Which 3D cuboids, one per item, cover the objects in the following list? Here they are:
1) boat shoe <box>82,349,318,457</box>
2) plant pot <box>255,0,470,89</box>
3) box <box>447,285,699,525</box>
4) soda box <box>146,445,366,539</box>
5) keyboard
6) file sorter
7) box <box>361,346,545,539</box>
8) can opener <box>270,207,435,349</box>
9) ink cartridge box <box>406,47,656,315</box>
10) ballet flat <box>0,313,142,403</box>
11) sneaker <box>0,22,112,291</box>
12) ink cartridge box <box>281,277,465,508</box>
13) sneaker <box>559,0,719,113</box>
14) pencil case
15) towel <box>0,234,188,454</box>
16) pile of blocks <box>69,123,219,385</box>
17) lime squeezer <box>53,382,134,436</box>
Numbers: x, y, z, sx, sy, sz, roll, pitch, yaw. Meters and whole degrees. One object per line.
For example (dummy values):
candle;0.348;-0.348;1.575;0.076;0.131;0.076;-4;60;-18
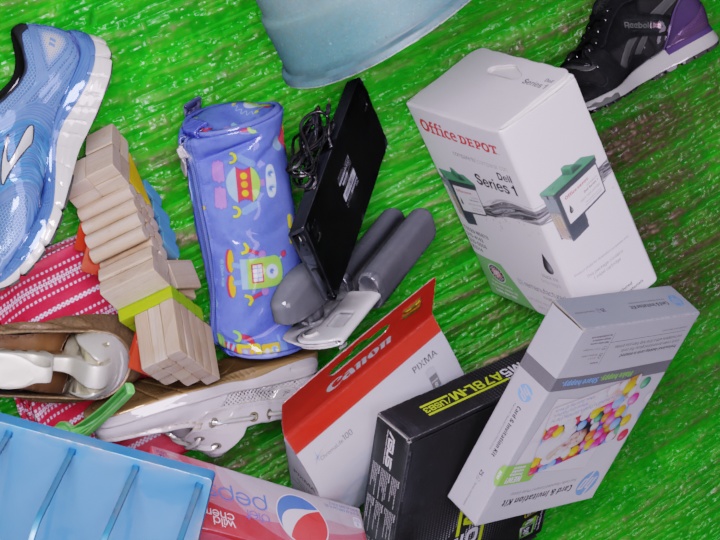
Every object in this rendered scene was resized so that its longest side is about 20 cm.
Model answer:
boat shoe;-0.114;0.109;1.390;0.199;0.071;0.070;-13;104;-33
plant pot;-0.024;-0.267;1.314;0.200;0.200;0.196;-42;113;-17
box;0.170;0.108;1.471;0.156;0.041;0.200;-5;131;-46
soda box;-0.088;0.200;1.390;0.200;0.070;0.063;21;126;-33
keyboard;-0.028;-0.073;1.391;0.200;0.039;0.104;-72;148;-49
file sorter;-0.219;0.198;1.254;0.199;0.123;0.139;15;114;0
box;0.086;0.173;1.521;0.193;0.047;0.201;-22;134;-38
can opener;0.000;0.000;1.417;0.200;0.052;0.067;-45;131;-51
ink cartridge box;0.137;-0.067;1.484;0.084;0.146;0.200;-36;118;-17
ballet flat;-0.225;0.066;1.306;0.199;0.072;0.068;5;99;-34
sneaker;-0.247;-0.080;1.289;0.089;0.078;0.201;19;85;-24
ink cartridge box;0.014;0.109;1.447;0.160;0.047;0.200;-39;158;-18
sneaker;0.207;-0.192;1.554;0.200;0.076;0.088;-30;102;-27
pencil case;-0.089;-0.031;1.390;0.087;0.078;0.201;-15;110;-22
towel;-0.195;0.070;1.384;0.144;0.022;0.201;-26;115;-25
pile of blocks;-0.167;-0.003;1.339;0.062;0.082;0.201;-23;80;16
lime squeezer;-0.240;0.127;1.331;0.199;0.038;0.071;-22;137;11
